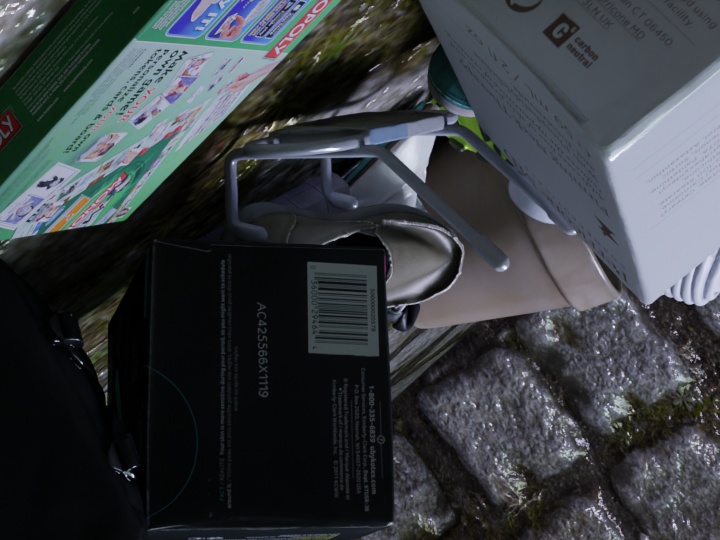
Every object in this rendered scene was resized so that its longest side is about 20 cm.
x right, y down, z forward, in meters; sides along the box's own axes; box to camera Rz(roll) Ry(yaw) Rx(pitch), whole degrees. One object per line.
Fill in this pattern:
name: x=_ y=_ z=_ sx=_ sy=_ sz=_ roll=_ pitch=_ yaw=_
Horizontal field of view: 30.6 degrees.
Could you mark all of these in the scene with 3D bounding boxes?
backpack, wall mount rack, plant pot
backpack: x=-0.185 y=0.098 z=0.679 sx=0.153 sy=0.164 sz=0.200 roll=-29 pitch=177 yaw=-6
wall mount rack: x=0.025 y=-0.051 z=0.761 sx=0.173 sy=0.075 sz=0.200 roll=4 pitch=-166 yaw=28
plant pot: x=0.105 y=-0.036 z=1.115 sx=0.173 sy=0.201 sz=0.200 roll=-24 pitch=175 yaw=14

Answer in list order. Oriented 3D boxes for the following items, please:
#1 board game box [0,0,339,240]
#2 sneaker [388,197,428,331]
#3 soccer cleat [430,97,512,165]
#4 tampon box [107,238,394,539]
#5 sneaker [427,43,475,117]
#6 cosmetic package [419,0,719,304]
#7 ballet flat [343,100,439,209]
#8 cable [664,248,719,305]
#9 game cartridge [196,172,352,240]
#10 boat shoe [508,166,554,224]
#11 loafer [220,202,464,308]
board game box: x=-0.076 y=-0.088 z=0.533 sx=0.200 sy=0.029 sz=0.134 roll=-42 pitch=172 yaw=20
sneaker: x=-0.016 y=0.017 z=1.032 sx=0.200 sy=0.116 sz=0.075 roll=-43 pitch=170 yaw=23
soccer cleat: x=0.137 y=-0.123 z=0.917 sx=0.199 sy=0.065 sz=0.084 roll=-4 pitch=-142 yaw=44
tampon box: x=-0.071 y=0.081 z=0.742 sx=0.125 sy=0.151 sz=0.200 roll=3 pitch=165 yaw=-16
sneaker: x=0.123 y=-0.173 z=0.826 sx=0.200 sy=0.071 sz=0.080 roll=-36 pitch=160 yaw=-22
cosmetic package: x=0.149 y=-0.120 z=0.681 sx=0.166 sy=0.168 sz=0.200 roll=-39 pitch=152 yaw=0
ballet flat: x=-0.003 y=-0.038 z=0.963 sx=0.200 sy=0.070 sz=0.069 roll=-41 pitch=171 yaw=13
cable: x=0.244 y=-0.076 z=0.885 sx=0.200 sy=0.069 sz=0.201 roll=-49 pitch=154 yaw=-43
game cartridge: x=-0.050 y=0.041 z=0.921 sx=0.129 sy=0.038 sz=0.201 roll=-32 pitch=133 yaw=-29
boat shoe: x=0.190 y=-0.098 z=0.972 sx=0.199 sy=0.072 sz=0.071 roll=-26 pitch=155 yaw=-34
loafer: x=0.000 y=0.000 z=0.866 sx=0.199 sy=0.070 sz=0.076 roll=-2 pitch=116 yaw=-42
